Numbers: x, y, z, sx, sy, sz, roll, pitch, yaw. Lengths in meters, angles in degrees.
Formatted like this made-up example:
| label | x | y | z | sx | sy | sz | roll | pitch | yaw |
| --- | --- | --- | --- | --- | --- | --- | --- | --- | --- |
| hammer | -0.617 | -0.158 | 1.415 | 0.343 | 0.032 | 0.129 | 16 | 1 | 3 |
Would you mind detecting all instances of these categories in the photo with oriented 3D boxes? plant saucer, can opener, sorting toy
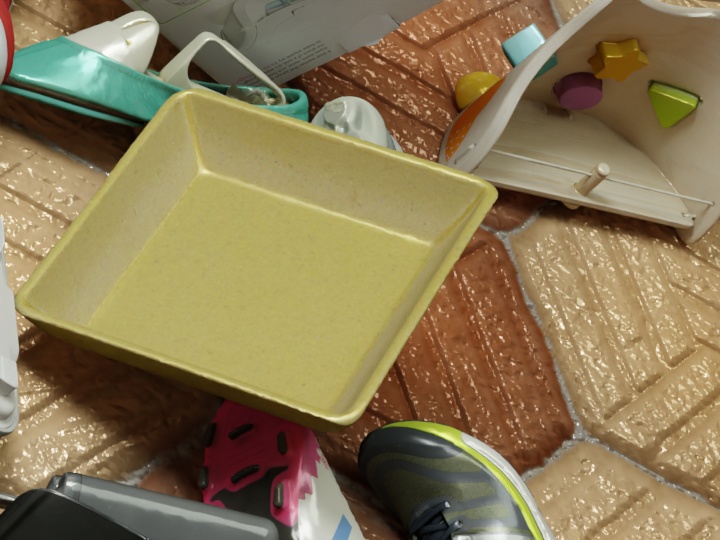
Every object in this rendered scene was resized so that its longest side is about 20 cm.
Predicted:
| label | x | y | z | sx | sy | sz | roll | pitch | yaw |
| --- | --- | --- | --- | --- | --- | --- | --- | --- | --- |
| plant saucer | -0.053 | 0.003 | 1.573 | 0.199 | 0.049 | 0.200 | 18 | 46 | 17 |
| can opener | -0.143 | 0.136 | 1.454 | 0.199 | 0.053 | 0.067 | 15 | 79 | -15 |
| sorting toy | 0.169 | -0.122 | 1.832 | 0.199 | 0.180 | 0.107 | 12 | 49 | -31 |

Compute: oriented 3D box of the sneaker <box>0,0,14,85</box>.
| label | x | y | z | sx | sy | sz | roll | pitch | yaw |
| --- | --- | --- | --- | --- | --- | --- | --- | --- | --- |
| sneaker | -0.206 | -0.173 | 1.653 | 0.112 | 0.071 | 0.200 | 2 | 44 | -36 |

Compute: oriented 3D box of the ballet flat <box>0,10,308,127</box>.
| label | x | y | z | sx | sy | sz | roll | pitch | yaw |
| --- | --- | --- | --- | --- | --- | --- | --- | --- | --- |
| ballet flat | -0.115 | -0.109 | 1.678 | 0.200 | 0.071 | 0.067 | 18 | 6 | -28 |

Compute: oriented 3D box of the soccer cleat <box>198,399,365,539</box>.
| label | x | y | z | sx | sy | sz | roll | pitch | yaw |
| --- | --- | --- | --- | --- | --- | --- | --- | --- | --- |
| soccer cleat | -0.028 | 0.153 | 1.537 | 0.086 | 0.070 | 0.200 | 33 | 30 | -49 |

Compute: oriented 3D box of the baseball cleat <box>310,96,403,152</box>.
| label | x | y | z | sx | sy | sz | roll | pitch | yaw |
| --- | --- | --- | --- | --- | --- | --- | --- | --- | --- |
| baseball cleat | 0.000 | 0.000 | 1.680 | 0.106 | 0.070 | 0.201 | 43 | 50 | -47 |

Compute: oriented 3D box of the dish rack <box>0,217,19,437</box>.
| label | x | y | z | sx | sy | sz | roll | pitch | yaw |
| --- | --- | --- | --- | --- | --- | --- | --- | --- | --- |
| dish rack | -0.237 | -0.009 | 1.459 | 0.200 | 0.043 | 0.172 | 40 | 28 | -43 |

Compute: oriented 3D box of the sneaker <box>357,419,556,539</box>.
| label | x | y | z | sx | sy | sz | roll | pitch | yaw |
| --- | --- | --- | --- | --- | --- | --- | --- | --- | --- |
| sneaker | 0.067 | 0.165 | 1.587 | 0.200 | 0.074 | 0.081 | 47 | 44 | 9 |

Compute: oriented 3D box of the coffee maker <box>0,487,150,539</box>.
| label | x | y | z | sx | sy | sz | roll | pitch | yaw |
| --- | --- | --- | --- | --- | --- | --- | --- | --- | --- |
| coffee maker | -0.180 | 0.189 | 1.320 | 0.192 | 0.135 | 0.200 | 44 | 39 | 2 |

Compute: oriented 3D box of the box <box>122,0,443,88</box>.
| label | x | y | z | sx | sy | sz | roll | pitch | yaw |
| --- | --- | --- | --- | --- | --- | --- | --- | --- | --- |
| box | -0.042 | -0.211 | 1.690 | 0.176 | 0.200 | 0.097 | 38 | 35 | -42 |
